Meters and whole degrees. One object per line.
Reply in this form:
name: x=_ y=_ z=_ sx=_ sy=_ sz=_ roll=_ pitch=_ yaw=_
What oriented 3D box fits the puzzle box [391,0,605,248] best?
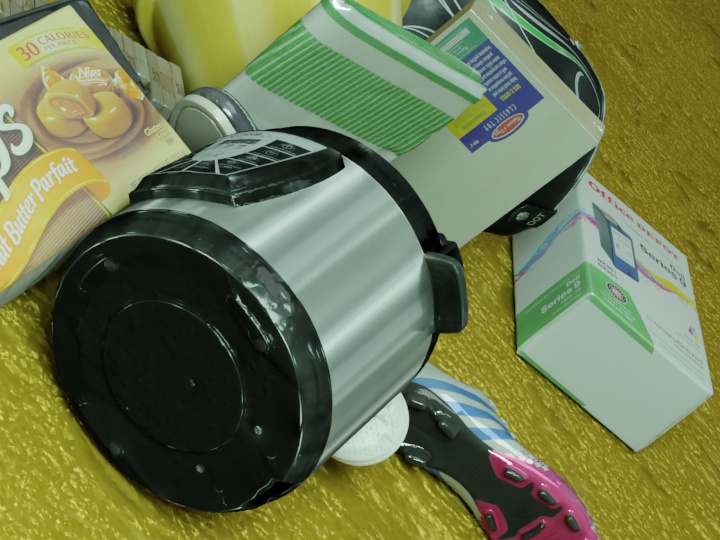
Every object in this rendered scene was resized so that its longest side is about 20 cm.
puzzle box: x=0.062 y=-0.090 z=1.398 sx=0.133 sy=0.200 sz=0.025 roll=45 pitch=37 yaw=-11

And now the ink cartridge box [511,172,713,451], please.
ink cartridge box: x=0.202 y=0.026 z=1.597 sx=0.145 sy=0.087 sz=0.200 roll=39 pitch=26 yaw=-20

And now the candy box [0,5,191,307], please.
candy box: x=-0.192 y=-0.053 z=1.043 sx=0.116 sy=0.055 sz=0.200 roll=50 pitch=42 yaw=0

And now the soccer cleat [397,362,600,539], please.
soccer cleat: x=0.089 y=0.124 z=1.297 sx=0.200 sy=0.070 sz=0.086 roll=43 pitch=26 yaw=-13

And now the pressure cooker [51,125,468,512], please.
pressure cooker: x=-0.051 y=0.017 z=1.067 sx=0.176 sy=0.179 sz=0.200 roll=45 pitch=39 yaw=6

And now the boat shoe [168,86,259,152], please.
boat shoe: x=-0.062 y=-0.057 z=1.210 sx=0.072 sy=0.063 sz=0.200 roll=28 pitch=-23 yaw=31

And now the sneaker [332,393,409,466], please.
sneaker: x=-0.052 y=0.048 z=1.202 sx=0.200 sy=0.077 sz=0.082 roll=48 pitch=-6 yaw=11

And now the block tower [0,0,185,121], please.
block tower: x=-0.200 y=-0.137 z=1.206 sx=0.200 sy=0.054 sz=0.058 roll=30 pitch=31 yaw=-35

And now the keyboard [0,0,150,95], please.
keyboard: x=-0.209 y=-0.087 z=1.122 sx=0.200 sy=0.040 sz=0.104 roll=-29 pitch=84 yaw=-45

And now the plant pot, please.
plant pot: x=-0.053 y=-0.158 z=1.323 sx=0.200 sy=0.200 sz=0.190 roll=23 pitch=46 yaw=-43

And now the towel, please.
towel: x=-0.038 y=-0.088 z=1.230 sx=0.152 sy=0.200 sz=0.023 roll=23 pitch=40 yaw=-44

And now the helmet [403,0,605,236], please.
helmet: x=0.075 y=-0.137 z=1.503 sx=0.190 sy=0.200 sz=0.200 roll=34 pitch=29 yaw=-26
